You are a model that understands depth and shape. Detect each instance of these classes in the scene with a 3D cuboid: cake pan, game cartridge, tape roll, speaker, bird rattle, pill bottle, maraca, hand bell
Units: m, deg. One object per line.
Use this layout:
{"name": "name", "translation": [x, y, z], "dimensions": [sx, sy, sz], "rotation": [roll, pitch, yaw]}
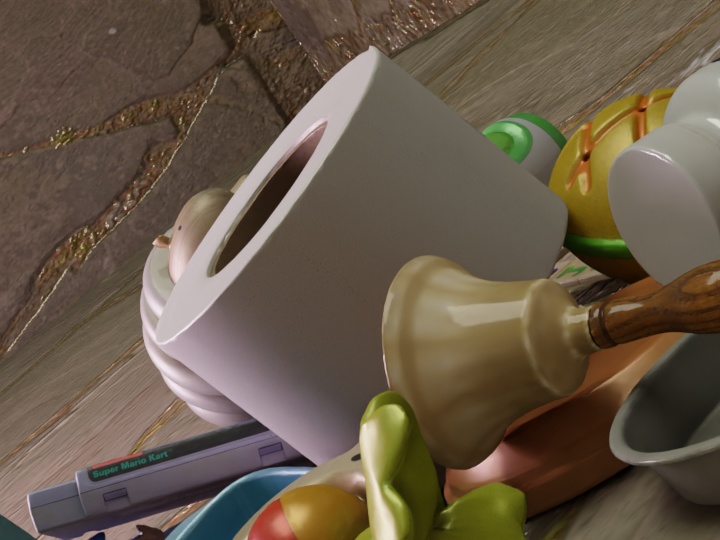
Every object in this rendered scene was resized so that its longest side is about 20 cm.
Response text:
{"name": "cake pan", "translation": [0.199, 0.035, 0.937], "dimensions": [0.199, 0.037, 0.200], "rotation": [-34, 8, 6]}
{"name": "game cartridge", "translation": [-0.099, 0.122, 1.326], "dimensions": [0.198, 0.039, 0.130], "rotation": [-16, -13, -3]}
{"name": "tape roll", "translation": [0.000, 0.000, 1.189], "dimensions": [0.203, 0.139, 0.203], "rotation": [-49, 11, 14]}
{"name": "speaker", "translation": [0.080, -0.038, 1.635], "dimensions": [0.200, 0.089, 0.088], "rotation": [-42, 11, -37]}
{"name": "bird rattle", "translation": [-0.017, 0.147, 0.968], "dimensions": [0.200, 0.113, 0.163], "rotation": [-45, 19, 8]}
{"name": "pill bottle", "translation": [0.222, -0.068, 1.081], "dimensions": [0.199, 0.112, 0.111], "rotation": [-31, 6, -26]}
{"name": "maraca", "translation": [0.189, -0.045, 1.208], "dimensions": [0.199, 0.108, 0.137], "rotation": [5, 39, 46]}
{"name": "hand bell", "translation": [0.119, 0.023, 0.989], "dimensions": [0.199, 0.105, 0.104], "rotation": [-15, 19, 34]}

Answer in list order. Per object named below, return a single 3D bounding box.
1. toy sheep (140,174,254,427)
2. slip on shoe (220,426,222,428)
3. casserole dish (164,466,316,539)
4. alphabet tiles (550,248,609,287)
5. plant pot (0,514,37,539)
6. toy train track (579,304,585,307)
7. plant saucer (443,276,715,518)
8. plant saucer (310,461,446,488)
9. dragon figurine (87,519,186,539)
{"name": "toy sheep", "translation": [-0.072, 0.028, 1.352], "dimensions": [0.136, 0.201, 0.139], "rotation": [-10, 43, 9]}
{"name": "slip on shoe", "translation": [-0.070, 0.098, 1.553], "dimensions": [0.076, 0.061, 0.200], "rotation": [-34, 9, 8]}
{"name": "casserole dish", "translation": [-0.037, 0.154, 1.096], "dimensions": [0.199, 0.039, 0.121], "rotation": [-4, 36, 51]}
{"name": "alphabet tiles", "translation": [0.191, -0.042, 1.423], "dimensions": [0.200, 0.008, 0.167], "rotation": [-39, 14, -34]}
{"name": "plant pot", "translation": [-0.234, 0.210, 1.162], "dimensions": [0.199, 0.189, 0.200], "rotation": [-35, 8, 6]}
{"name": "toy train track", "translation": [0.080, 0.041, 1.376], "dimensions": [0.114, 0.033, 0.200], "rotation": [-36, 8, -2]}
{"name": "plant saucer", "translation": [0.121, 0.058, 1.119], "dimensions": [0.199, 0.038, 0.200], "rotation": [-34, 9, 6]}
{"name": "plant saucer", "translation": [-0.039, 0.155, 1.236], "dimensions": [0.199, 0.032, 0.200], "rotation": [-34, 9, 6]}
{"name": "dragon figurine", "translation": [-0.156, 0.199, 1.348], "dimensions": [0.200, 0.059, 0.099], "rotation": [-42, 11, -32]}
